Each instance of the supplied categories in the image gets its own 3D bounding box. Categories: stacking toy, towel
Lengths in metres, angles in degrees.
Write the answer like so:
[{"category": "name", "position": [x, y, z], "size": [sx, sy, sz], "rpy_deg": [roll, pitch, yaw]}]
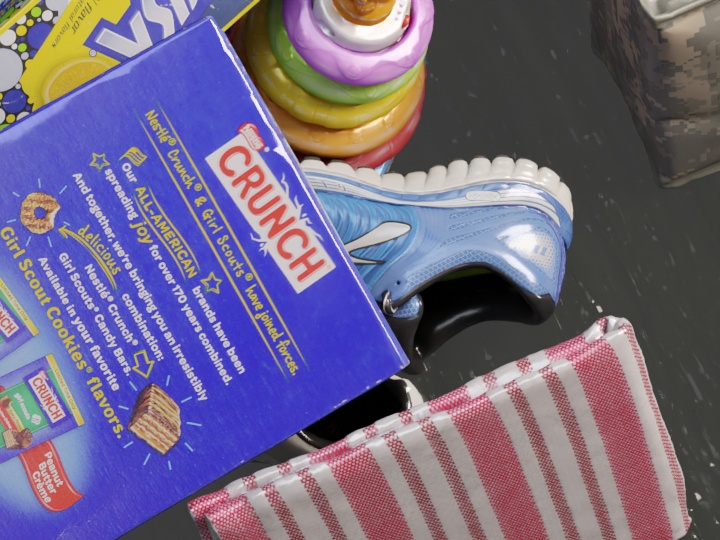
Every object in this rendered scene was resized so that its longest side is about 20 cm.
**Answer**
[{"category": "stacking toy", "position": [-0.007, -0.113, 1.082], "size": [0.110, 0.200, 0.116], "rpy_deg": [24, 69, -5]}, {"category": "towel", "position": [0.038, 0.102, 0.999], "size": [0.200, 0.146, 0.030], "rpy_deg": [-24, 47, -2]}]

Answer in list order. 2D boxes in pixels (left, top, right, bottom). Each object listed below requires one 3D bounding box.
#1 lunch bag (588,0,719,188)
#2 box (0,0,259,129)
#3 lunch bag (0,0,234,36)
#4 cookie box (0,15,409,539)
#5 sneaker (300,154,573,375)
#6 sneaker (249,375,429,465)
[{"category": "lunch bag", "position": [0.209, -0.149, 1.088], "size": [0.200, 0.164, 0.118], "rpy_deg": [-20, 63, -1]}, {"category": "box", "position": [-0.114, -0.110, 1.039], "size": [0.200, 0.070, 0.064], "rpy_deg": [-42, 18, -5]}, {"category": "lunch bag", "position": [-0.129, -0.160, 1.150], "size": [0.200, 0.127, 0.170], "rpy_deg": [-44, 19, -7]}, {"category": "cookie box", "position": [-0.108, 0.018, 0.976], "size": [0.200, 0.075, 0.171], "rpy_deg": [-30, 95, -8]}, {"category": "sneaker", "position": [0.000, 0.000, 1.101], "size": [0.200, 0.079, 0.089], "rpy_deg": [-5, 58, 9]}, {"category": "sneaker", "position": [-0.049, 0.056, 1.080], "size": [0.200, 0.080, 0.074], "rpy_deg": [9, 66, 19]}]
